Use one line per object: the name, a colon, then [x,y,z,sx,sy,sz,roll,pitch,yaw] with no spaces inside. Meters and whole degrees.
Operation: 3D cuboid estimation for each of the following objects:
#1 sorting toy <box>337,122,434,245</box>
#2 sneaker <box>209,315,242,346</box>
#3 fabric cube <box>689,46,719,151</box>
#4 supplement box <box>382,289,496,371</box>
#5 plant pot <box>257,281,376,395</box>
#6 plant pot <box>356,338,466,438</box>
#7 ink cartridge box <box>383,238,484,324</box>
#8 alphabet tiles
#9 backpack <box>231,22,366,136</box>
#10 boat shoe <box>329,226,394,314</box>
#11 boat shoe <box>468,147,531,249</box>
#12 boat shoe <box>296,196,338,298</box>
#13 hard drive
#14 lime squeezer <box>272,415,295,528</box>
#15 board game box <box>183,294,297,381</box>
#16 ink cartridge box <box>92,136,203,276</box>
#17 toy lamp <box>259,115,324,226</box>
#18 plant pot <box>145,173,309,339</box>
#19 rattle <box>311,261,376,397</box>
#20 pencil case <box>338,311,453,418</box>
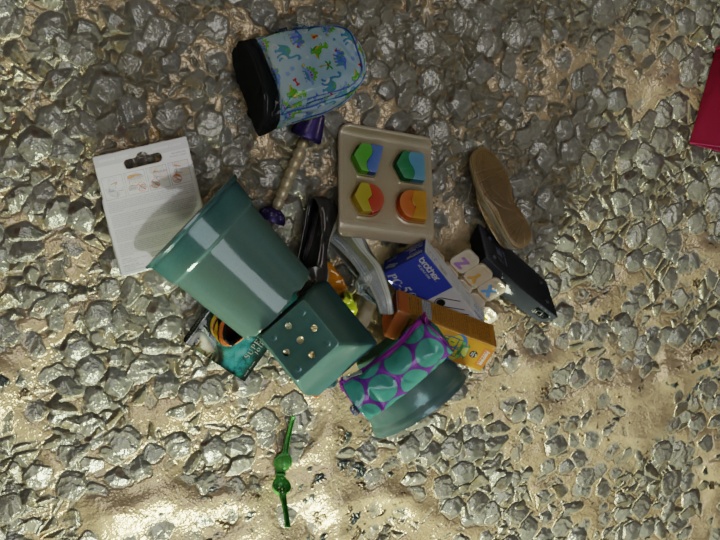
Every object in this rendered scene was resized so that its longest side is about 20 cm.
sorting toy: [0.048,-0.153,1.615,0.183,0.036,0.202,6,76,-22]
sneaker: [-0.175,0.048,1.555,0.070,0.090,0.201,39,87,-23]
fabric cube: [0.812,-0.321,1.812,0.198,0.196,0.201,10,98,-22]
supplement box: [0.141,0.107,1.628,0.198,0.069,0.067,19,122,-14]
plant pot: [-0.080,0.111,1.469,0.141,0.200,0.142,-41,83,4]
plant pot: [0.075,0.192,1.674,0.199,0.200,0.135,-33,93,-10]
ink cartridge box: [0.134,0.043,1.655,0.094,0.044,0.200,-27,119,25]
alphabet tiles: [0.161,0.045,1.692,0.195,0.015,0.200,-33,117,30]
backpack: [-0.088,-0.325,1.506,0.198,0.154,0.165,-10,78,-31]
boat shoe: [-0.001,-0.001,1.603,0.064,0.203,0.075,-26,155,-5]
boat shoe: [0.247,-0.129,1.713,0.073,0.069,0.202,-23,89,-24]
boat shoe: [-0.087,-0.032,1.597,0.057,0.066,0.202,20,80,-49]
hard drive: [0.286,0.009,1.734,0.199,0.135,0.042,37,116,-23]
lime squeezer: [-0.143,0.373,1.696,0.037,0.071,0.202,4,72,-5]
board game box: [-0.201,0.079,1.618,0.135,0.028,0.201,36,88,-25]
ink cartridge box: [-0.343,-0.107,1.513,0.159,0.050,0.202,-15,103,-16]
toy lamp: [-0.116,-0.179,1.573,0.058,0.058,0.201,23,97,-24]
plant pot: [-0.197,-0.010,1.433,0.196,0.200,0.200,45,85,-9]
rattle: [-0.069,0.099,1.605,0.201,0.130,0.143,-53,126,-19]
pencil case: [0.058,0.163,1.550,0.200,0.085,0.093,-39,117,5]
